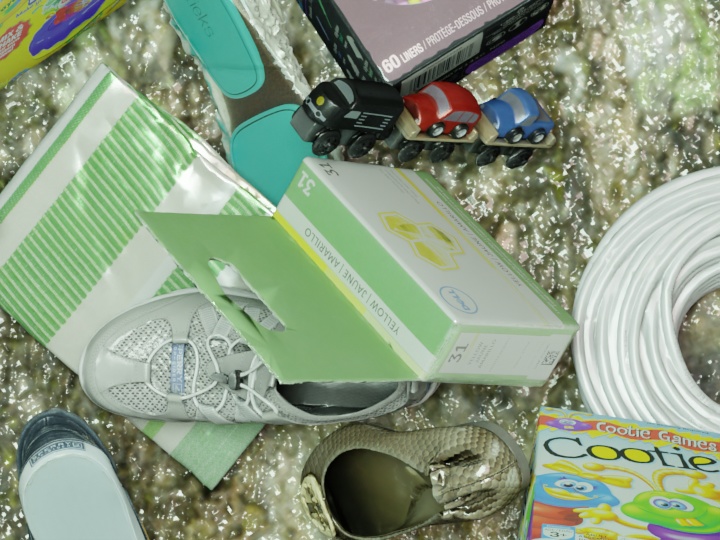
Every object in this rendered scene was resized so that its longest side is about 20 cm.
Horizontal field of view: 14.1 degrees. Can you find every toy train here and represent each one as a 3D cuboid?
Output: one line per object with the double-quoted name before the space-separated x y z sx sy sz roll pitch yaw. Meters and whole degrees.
"toy train" 0.041 -0.084 1.600 0.046 0.200 0.034 -53 57 27

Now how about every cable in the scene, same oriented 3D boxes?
"cable" 0.217 0.039 1.630 0.200 0.069 0.200 23 82 2

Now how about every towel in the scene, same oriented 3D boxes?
"towel" -0.112 0.001 1.631 0.200 0.023 0.153 40 98 3

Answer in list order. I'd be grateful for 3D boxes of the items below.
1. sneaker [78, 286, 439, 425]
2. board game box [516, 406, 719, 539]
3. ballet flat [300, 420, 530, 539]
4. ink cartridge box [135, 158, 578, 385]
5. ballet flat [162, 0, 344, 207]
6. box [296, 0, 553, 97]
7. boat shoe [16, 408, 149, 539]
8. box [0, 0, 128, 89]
"sneaker" -0.056 0.047 1.572 0.200 0.082 0.075 -4 96 5
"board game box" 0.132 0.155 1.493 0.105 0.200 0.103 8 106 2
"ballet flat" 0.017 0.116 1.547 0.046 0.200 0.067 -33 101 -32
"ink cartridge box" 0.000 0.000 1.525 0.146 0.200 0.048 47 117 35
"ballet flat" -0.049 -0.102 1.641 0.072 0.072 0.200 -23 101 -6
"box" 0.010 -0.203 1.646 0.122 0.106 0.200 -33 82 -7
"boat shoe" -0.137 0.173 1.597 0.071 0.091 0.201 -16 108 -5
"box" -0.209 -0.224 1.595 0.193 0.122 0.200 46 59 11
